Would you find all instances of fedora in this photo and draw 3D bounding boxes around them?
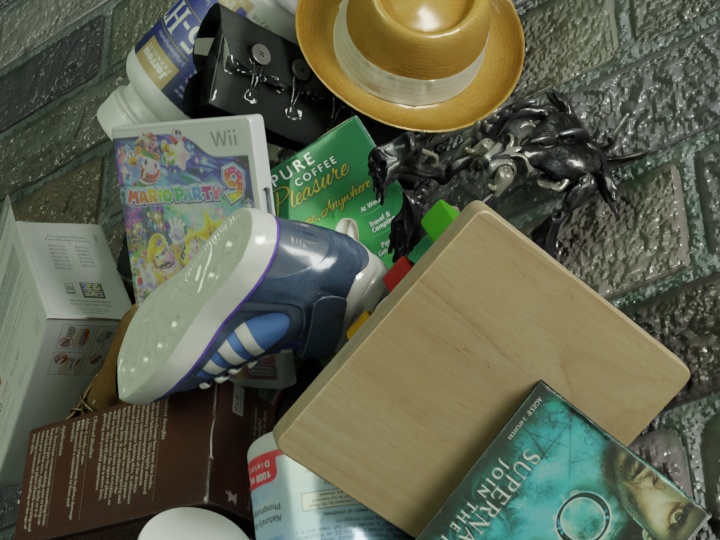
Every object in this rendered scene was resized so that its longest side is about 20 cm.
[{"bbox_3d":[0.048,-0.203,1.203,0.082,0.200,0.201,117,157,-56],"label":"fedora"}]

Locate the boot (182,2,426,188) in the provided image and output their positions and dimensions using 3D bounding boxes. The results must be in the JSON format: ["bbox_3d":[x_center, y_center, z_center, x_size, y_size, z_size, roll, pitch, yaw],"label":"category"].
[{"bbox_3d":[-0.040,-0.166,1.246,0.066,0.200,0.165,-42,40,49],"label":"boot"}]

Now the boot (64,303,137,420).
[{"bbox_3d":[-0.204,0.116,1.268,0.074,0.075,0.200,43,128,37],"label":"boot"}]

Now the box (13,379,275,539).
[{"bbox_3d":[-0.163,0.154,1.162,0.200,0.075,0.100,-18,55,34],"label":"box"}]

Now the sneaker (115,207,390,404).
[{"bbox_3d":[-0.065,0.045,1.078,0.200,0.146,0.081,-46,37,34],"label":"sneaker"}]

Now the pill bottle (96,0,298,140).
[{"bbox_3d":[-0.144,-0.187,1.425,0.200,0.120,0.120,-44,44,15],"label":"pill bottle"}]

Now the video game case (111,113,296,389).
[{"bbox_3d":[-0.119,-0.013,1.158,0.143,0.018,0.200,0,101,38],"label":"video game case"}]

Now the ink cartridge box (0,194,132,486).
[{"bbox_3d":[-0.282,0.060,1.374,0.200,0.084,0.176,-65,36,33],"label":"ink cartridge box"}]

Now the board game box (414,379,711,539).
[{"bbox_3d":[0.105,0.188,0.970,0.135,0.028,0.200,38,94,7],"label":"board game box"}]

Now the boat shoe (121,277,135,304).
[{"bbox_3d":[-0.183,0.076,1.348,0.072,0.060,0.200,-47,43,12],"label":"boat shoe"}]

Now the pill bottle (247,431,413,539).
[{"bbox_3d":[-0.015,0.210,1.059,0.109,0.109,0.200,-21,67,34],"label":"pill bottle"}]

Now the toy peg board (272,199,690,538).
[{"bbox_3d":[0.072,0.070,1.027,0.199,0.200,0.098,-49,25,10],"label":"toy peg board"}]

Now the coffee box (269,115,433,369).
[{"bbox_3d":[0.000,0.000,1.144,0.123,0.044,0.200,-34,79,5],"label":"coffee box"}]

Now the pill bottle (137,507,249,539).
[{"bbox_3d":[-0.140,0.264,1.098,0.112,0.112,0.200,-113,35,-43],"label":"pill bottle"}]

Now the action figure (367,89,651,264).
[{"bbox_3d":[0.105,-0.065,1.116,0.102,0.200,0.119,117,137,-56],"label":"action figure"}]

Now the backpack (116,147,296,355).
[{"bbox_3d":[-0.107,-0.012,1.279,0.200,0.127,0.167,14,76,44],"label":"backpack"}]

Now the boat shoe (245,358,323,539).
[{"bbox_3d":[-0.046,0.153,1.166,0.063,0.071,0.200,16,78,39],"label":"boat shoe"}]
